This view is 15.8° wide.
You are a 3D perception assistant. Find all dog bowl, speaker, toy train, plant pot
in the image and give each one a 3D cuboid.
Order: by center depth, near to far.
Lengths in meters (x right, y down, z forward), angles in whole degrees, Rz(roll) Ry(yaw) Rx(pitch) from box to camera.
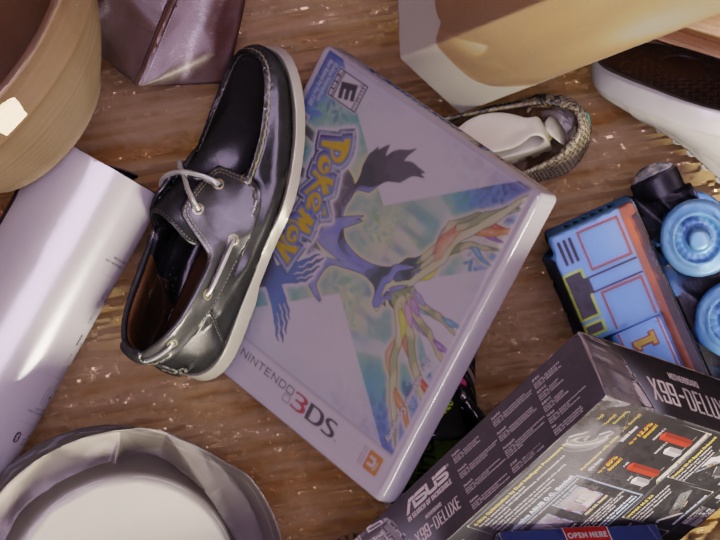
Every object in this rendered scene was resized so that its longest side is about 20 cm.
[{"bbox_3d":[-0.215,-0.110,1.489,0.201,0.201,0.093,-48,127,-2],"label":"plant pot"},{"bbox_3d":[-0.144,0.182,1.509,0.199,0.059,0.201,-5,104,-20],"label":"dog bowl"},{"bbox_3d":[-0.196,0.022,1.522,0.081,0.081,0.201,29,89,-3],"label":"speaker"},{"bbox_3d":[0.188,0.039,1.547,0.114,0.087,0.201,-23,94,6],"label":"toy train"}]

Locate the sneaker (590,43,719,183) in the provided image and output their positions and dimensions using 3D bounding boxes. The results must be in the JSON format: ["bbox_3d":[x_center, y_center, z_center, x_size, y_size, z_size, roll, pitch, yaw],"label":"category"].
[{"bbox_3d":[0.224,-0.069,1.553,0.199,0.073,0.085,23,125,11],"label":"sneaker"}]

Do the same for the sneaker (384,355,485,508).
[{"bbox_3d":[0.040,0.066,1.519,0.073,0.087,0.201,-5,102,-9],"label":"sneaker"}]

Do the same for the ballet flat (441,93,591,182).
[{"bbox_3d":[0.042,-0.066,1.537,0.199,0.075,0.068,-16,81,-3],"label":"ballet flat"}]

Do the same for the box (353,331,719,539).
[{"bbox_3d":[0.117,0.130,1.471,0.157,0.050,0.200,18,128,-40],"label":"box"}]

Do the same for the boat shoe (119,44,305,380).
[{"bbox_3d":[-0.086,-0.037,1.504,0.067,0.072,0.201,15,94,-44],"label":"boat shoe"}]

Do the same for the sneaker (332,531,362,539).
[{"bbox_3d":[-0.038,0.254,1.498,0.200,0.071,0.113,-41,134,-32],"label":"sneaker"}]

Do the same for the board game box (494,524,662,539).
[{"bbox_3d":[0.139,0.230,1.513,0.199,0.200,0.062,1,49,-26],"label":"board game box"}]

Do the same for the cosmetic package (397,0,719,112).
[{"bbox_3d":[0.121,-0.177,1.481,0.199,0.071,0.106,-21,54,27],"label":"cosmetic package"}]

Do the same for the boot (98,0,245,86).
[{"bbox_3d":[-0.057,-0.187,1.536,0.185,0.064,0.201,19,86,10],"label":"boot"}]

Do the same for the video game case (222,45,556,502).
[{"bbox_3d":[0.000,0.000,1.488,0.182,0.022,0.201,37,106,34],"label":"video game case"}]

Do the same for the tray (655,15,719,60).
[{"bbox_3d":[0.266,-0.133,1.539,0.199,0.099,0.037,15,89,-4],"label":"tray"}]
